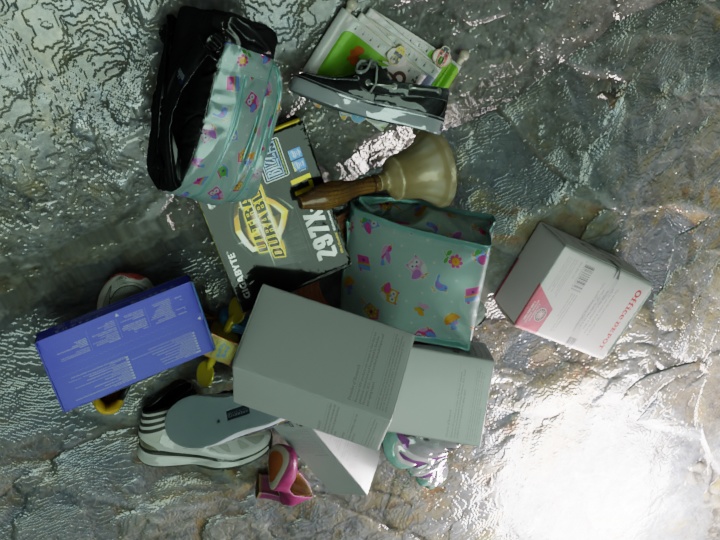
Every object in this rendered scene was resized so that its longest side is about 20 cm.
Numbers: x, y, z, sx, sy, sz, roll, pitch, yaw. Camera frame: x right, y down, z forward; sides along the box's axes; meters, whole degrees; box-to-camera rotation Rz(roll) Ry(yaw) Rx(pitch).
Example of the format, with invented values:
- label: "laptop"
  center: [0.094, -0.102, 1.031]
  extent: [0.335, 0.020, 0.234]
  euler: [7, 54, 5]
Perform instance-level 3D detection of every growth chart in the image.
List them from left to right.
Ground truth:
- label: "growth chart"
  center: [0.027, -0.247, 1.069]
  extent: [0.197, 0.018, 0.147]
  euler: [17, 112, -28]

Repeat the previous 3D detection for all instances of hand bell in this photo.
- label: "hand bell"
  center: [0.013, -0.106, 1.060]
  extent: [0.196, 0.104, 0.106]
  euler: [-18, 125, -24]

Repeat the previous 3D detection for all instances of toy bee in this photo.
- label: "toy bee"
  center: [-0.166, 0.097, 1.142]
  extent: [0.195, 0.109, 0.134]
  euler: [-2, 118, -20]

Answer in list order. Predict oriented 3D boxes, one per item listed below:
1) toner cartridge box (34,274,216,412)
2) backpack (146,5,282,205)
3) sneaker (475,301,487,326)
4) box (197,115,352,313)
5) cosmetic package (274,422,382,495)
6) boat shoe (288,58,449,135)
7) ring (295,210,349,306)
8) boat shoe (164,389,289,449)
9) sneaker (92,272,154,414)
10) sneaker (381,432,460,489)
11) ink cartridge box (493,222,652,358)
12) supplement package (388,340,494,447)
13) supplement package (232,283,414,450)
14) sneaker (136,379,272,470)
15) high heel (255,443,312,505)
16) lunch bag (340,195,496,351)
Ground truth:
- label: "toner cartridge box"
  center: [-0.287, 0.088, 1.045]
  extent: [0.196, 0.043, 0.097]
  euler: [-21, 108, -15]
- label: "backpack"
  center: [-0.161, -0.175, 0.931]
  extent: [0.124, 0.166, 0.205]
  euler: [9, 100, -30]
- label: "sneaker"
  center: [0.088, 0.083, 1.264]
  extent: [0.198, 0.074, 0.080]
  euler: [-32, 101, 3]
- label: "box"
  center: [-0.115, -0.071, 1.069]
  extent: [0.157, 0.049, 0.204]
  euler: [-23, 109, -10]
- label: "cosmetic package"
  center: [-0.047, 0.237, 1.264]
  extent: [0.070, 0.103, 0.201]
  euler: [-8, 132, 32]
- label: "boat shoe"
  center: [0.013, -0.219, 1.022]
  extent: [0.195, 0.074, 0.070]
  euler: [13, 99, -7]
- label: "ring"
  center: [0.000, 0.000, 1.203]
  extent: [0.196, 0.019, 0.204]
  euler: [-11, 122, -17]
- label: "boat shoe"
  center: [-0.163, 0.196, 1.151]
  extent: [0.196, 0.073, 0.091]
  euler: [-15, 167, 19]
- label: "sneaker"
  center: [-0.307, 0.096, 1.101]
  extent: [0.076, 0.082, 0.204]
  euler: [7, 115, -22]
- label: "sneaker"
  center: [0.132, 0.276, 1.347]
  extent: [0.138, 0.079, 0.200]
  euler: [-31, 146, 15]
- label: "ink cartridge box"
  center: [0.328, 0.034, 1.311]
  extent: [0.197, 0.083, 0.148]
  euler: [20, 110, -29]
- label: "supplement package"
  center: [0.074, 0.153, 1.175]
  extent: [0.195, 0.121, 0.123]
  euler: [9, 97, 1]
- label: "supplement package"
  center: [-0.048, 0.120, 1.039]
  extent: [0.196, 0.119, 0.118]
  euler: [18, 151, 1]
- label: "sneaker"
  center: [-0.217, 0.218, 1.211]
  extent: [0.196, 0.076, 0.118]
  euler: [0, 121, -18]
- label: "high heel"
  center: [-0.097, 0.311, 1.280]
  extent: [0.094, 0.069, 0.201]
  euler: [6, 144, -16]
- label: "lunch bag"
  center: [0.070, -0.002, 1.142]
  extent: [0.195, 0.122, 0.174]
  euler: [11, 119, 8]
